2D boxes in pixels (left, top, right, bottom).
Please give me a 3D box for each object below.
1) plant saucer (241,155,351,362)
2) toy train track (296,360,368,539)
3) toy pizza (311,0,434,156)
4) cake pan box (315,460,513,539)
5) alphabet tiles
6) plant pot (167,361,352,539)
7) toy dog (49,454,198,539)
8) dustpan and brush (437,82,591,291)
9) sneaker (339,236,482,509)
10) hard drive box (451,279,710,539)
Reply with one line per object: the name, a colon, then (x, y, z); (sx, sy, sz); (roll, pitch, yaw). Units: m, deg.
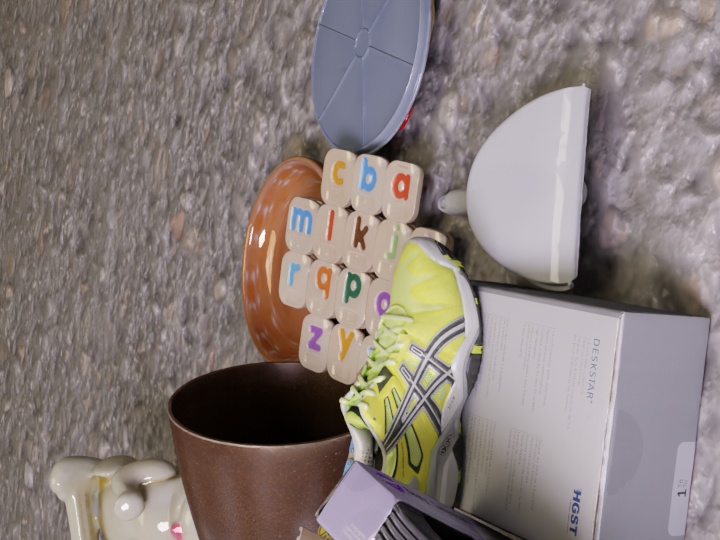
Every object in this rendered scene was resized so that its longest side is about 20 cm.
plant saucer: (-0.056, -0.007, 1.162); (0.200, 0.037, 0.202); (-16, 71, 58)
toy train track: (-0.017, 0.161, 0.853); (0.032, 0.115, 0.202); (3, 68, 31)
toy pizza: (0.014, -0.199, 1.079); (0.200, 0.031, 0.202); (-16, 71, 58)
cake pan box: (0.086, 0.204, 0.728); (0.053, 0.199, 0.184); (-57, 38, 0)
alphabet tiles: (0.000, 0.000, 1.034); (0.199, 0.015, 0.198); (17, 102, 47)
plant pot: (-0.068, 0.204, 1.038); (0.187, 0.185, 0.202); (25, 119, 57)
toy dog: (-0.189, 0.257, 1.241); (0.199, 0.193, 0.141); (-8, 80, 36)
dustpan and brush: (0.107, -0.056, 0.894); (0.199, 0.057, 0.141); (1, 85, 52)
sneaker: (0.030, 0.076, 0.820); (0.075, 0.076, 0.202); (-3, 83, 60)
hard drive box: (0.124, 0.093, 0.807); (0.199, 0.076, 0.157); (12, 96, 59)
